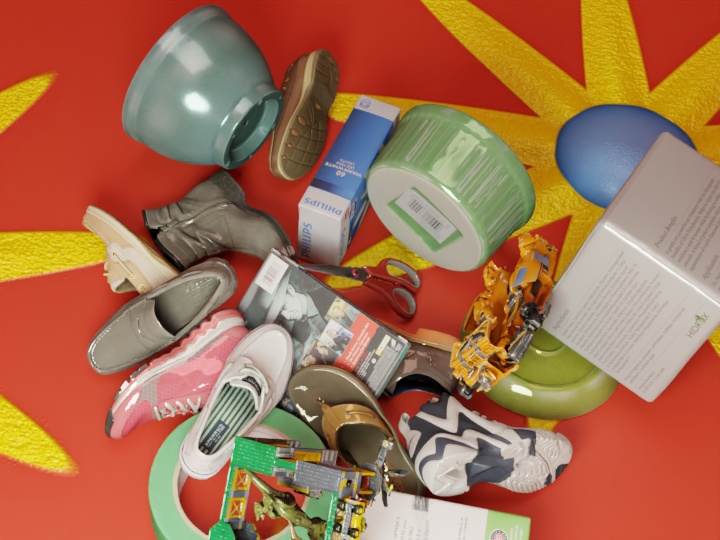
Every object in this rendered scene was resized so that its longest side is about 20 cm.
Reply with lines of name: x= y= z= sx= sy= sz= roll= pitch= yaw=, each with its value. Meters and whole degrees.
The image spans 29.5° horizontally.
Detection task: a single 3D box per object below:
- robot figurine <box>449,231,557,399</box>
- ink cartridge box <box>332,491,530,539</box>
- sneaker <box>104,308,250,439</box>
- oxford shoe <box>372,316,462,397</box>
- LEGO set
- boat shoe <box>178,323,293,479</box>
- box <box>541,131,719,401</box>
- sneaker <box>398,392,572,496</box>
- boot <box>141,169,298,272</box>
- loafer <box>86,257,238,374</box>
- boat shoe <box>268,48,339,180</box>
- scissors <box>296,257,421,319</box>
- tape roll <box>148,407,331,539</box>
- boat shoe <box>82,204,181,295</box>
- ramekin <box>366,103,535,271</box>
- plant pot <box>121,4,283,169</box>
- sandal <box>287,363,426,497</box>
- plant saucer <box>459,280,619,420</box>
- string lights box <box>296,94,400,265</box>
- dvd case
robot figurine: x=0.158 y=0.053 z=1.541 sx=0.058 sy=0.145 sz=0.200 roll=36 pitch=45 yaw=-10
ink cartridge box: x=0.065 y=0.315 z=1.401 sx=0.199 sy=0.084 sz=0.146 roll=10 pitch=53 yaw=4
sneaker: x=-0.192 y=0.130 z=1.516 sx=0.200 sy=0.074 sz=0.087 roll=-39 pitch=75 yaw=-14
oxford shoe: x=0.019 y=0.101 z=1.570 sx=0.199 sy=0.071 sz=0.073 roll=8 pitch=58 yaw=1
LEGO set: x=-0.046 y=0.239 z=1.363 sx=0.199 sy=0.116 sz=0.155 roll=-2 pitch=81 yaw=38
boat shoe: x=-0.122 y=0.135 z=1.464 sx=0.073 sy=0.067 sz=0.201 roll=31 pitch=60 yaw=-7
box: x=0.339 y=-0.004 z=1.566 sx=0.171 sy=0.200 sz=0.199 roll=35 pitch=49 yaw=7
sneaker: x=0.129 y=0.181 z=1.510 sx=0.198 sy=0.080 sz=0.130 roll=-6 pitch=35 yaw=-28
boot: x=-0.172 y=-0.030 z=1.663 sx=0.130 sy=0.068 sz=0.200 roll=-33 pitch=54 yaw=-20
loafer: x=-0.228 y=0.053 z=1.541 sx=0.200 sy=0.070 sz=0.070 roll=-36 pitch=93 yaw=8
boat shoe: x=-0.085 y=-0.201 z=1.797 sx=0.067 sy=0.072 sz=0.201 roll=-6 pitch=55 yaw=33
scissors: x=0.000 y=0.000 z=1.607 sx=0.199 sy=0.014 sz=0.074 roll=25 pitch=56 yaw=-36
tape roll: x=-0.126 y=0.239 z=1.467 sx=0.199 sy=0.048 sz=0.201 roll=3 pitch=52 yaw=-3
boat shoe: x=-0.270 y=-0.001 z=1.620 sx=0.200 sy=0.074 sz=0.069 roll=39 pitch=86 yaw=24
ramekin: x=0.102 y=-0.093 z=1.647 sx=0.199 sy=0.200 sz=0.098 roll=32 pitch=64 yaw=18
plant pot: x=-0.182 y=-0.211 z=1.714 sx=0.134 sy=0.201 sz=0.200 roll=36 pitch=58 yaw=14
sandal: x=-0.004 y=0.182 z=1.481 sx=0.080 sy=0.054 sz=0.200 roll=-41 pitch=77 yaw=13
plant saucer: x=0.218 y=0.083 z=1.623 sx=0.198 sy=0.031 sz=0.201 roll=3 pitch=53 yaw=-4
string lights box: x=-0.016 y=-0.111 z=1.704 sx=0.059 sy=0.103 sz=0.201 roll=20 pitch=54 yaw=10
dvd case: x=-0.058 y=0.088 z=1.548 sx=0.199 sy=0.022 sz=0.147 roll=34 pitch=98 yaw=19
